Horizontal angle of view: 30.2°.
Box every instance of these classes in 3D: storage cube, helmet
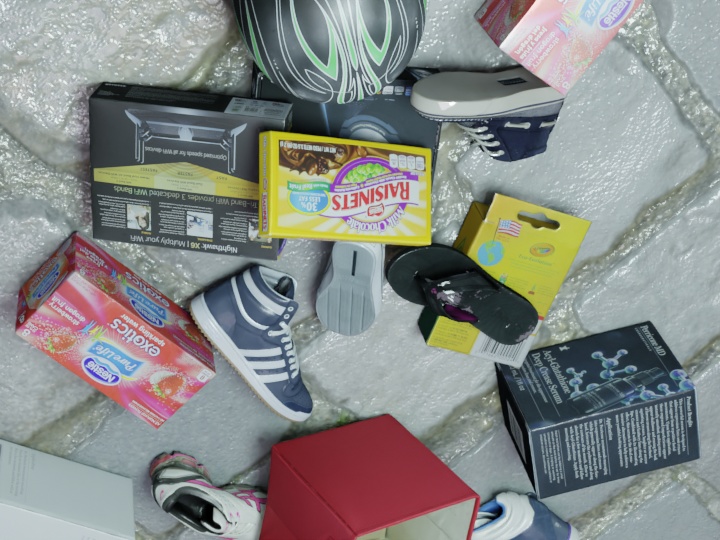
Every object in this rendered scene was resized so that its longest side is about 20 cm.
[{"bbox_3d":[0.005,0.297,1.539,0.200,0.180,0.171,-12,124,-34],"label":"storage cube"},{"bbox_3d":[-0.029,-0.254,1.252,0.200,0.200,0.191,-17,91,-2],"label":"helmet"}]

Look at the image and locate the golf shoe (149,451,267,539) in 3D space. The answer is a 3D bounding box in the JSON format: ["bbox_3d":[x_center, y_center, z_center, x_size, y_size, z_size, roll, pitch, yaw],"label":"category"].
[{"bbox_3d":[-0.163,0.293,1.582,0.200,0.092,0.073,28,109,-25],"label":"golf shoe"}]

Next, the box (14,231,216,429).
[{"bbox_3d":[-0.261,0.066,1.434,0.100,0.096,0.200,-43,118,14],"label":"box"}]

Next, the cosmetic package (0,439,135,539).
[{"bbox_3d":[-0.389,0.320,1.533,0.200,0.123,0.199,22,112,-20],"label":"cosmetic package"}]

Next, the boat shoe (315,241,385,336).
[{"bbox_3d":[0.000,0.000,1.451,0.073,0.067,0.200,21,148,1],"label":"boat shoe"}]

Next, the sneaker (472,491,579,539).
[{"bbox_3d":[0.168,0.365,1.702,0.146,0.081,0.200,31,112,-16],"label":"sneaker"}]

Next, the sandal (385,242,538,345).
[{"bbox_3d":[0.119,0.029,1.452,0.200,0.048,0.075,24,109,-27],"label":"sandal"}]

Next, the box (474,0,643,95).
[{"bbox_3d":[0.220,-0.291,1.329,0.095,0.103,0.200,31,108,-24],"label":"box"}]

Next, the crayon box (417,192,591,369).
[{"bbox_3d":[0.162,0.005,1.511,0.127,0.051,0.200,16,115,-19],"label":"crayon box"}]

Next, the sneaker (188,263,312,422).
[{"bbox_3d":[-0.089,0.079,1.491,0.108,0.070,0.200,-35,116,11],"label":"sneaker"}]

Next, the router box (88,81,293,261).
[{"bbox_3d":[-0.172,-0.100,1.354,0.200,0.052,0.157,7,117,4],"label":"router box"}]

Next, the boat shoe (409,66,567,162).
[{"bbox_3d":[0.130,-0.153,1.376,0.200,0.075,0.093,-10,126,-33],"label":"boat shoe"}]

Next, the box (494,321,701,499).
[{"bbox_3d":[0.277,0.162,1.564,0.200,0.148,0.107,-14,121,-4],"label":"box"}]

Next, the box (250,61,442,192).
[{"bbox_3d":[-0.019,-0.136,1.401,0.200,0.044,0.160,2,118,-12],"label":"box"}]

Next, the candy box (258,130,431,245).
[{"bbox_3d":[-0.012,-0.079,1.328,0.200,0.026,0.102,2,89,-36],"label":"candy box"}]
